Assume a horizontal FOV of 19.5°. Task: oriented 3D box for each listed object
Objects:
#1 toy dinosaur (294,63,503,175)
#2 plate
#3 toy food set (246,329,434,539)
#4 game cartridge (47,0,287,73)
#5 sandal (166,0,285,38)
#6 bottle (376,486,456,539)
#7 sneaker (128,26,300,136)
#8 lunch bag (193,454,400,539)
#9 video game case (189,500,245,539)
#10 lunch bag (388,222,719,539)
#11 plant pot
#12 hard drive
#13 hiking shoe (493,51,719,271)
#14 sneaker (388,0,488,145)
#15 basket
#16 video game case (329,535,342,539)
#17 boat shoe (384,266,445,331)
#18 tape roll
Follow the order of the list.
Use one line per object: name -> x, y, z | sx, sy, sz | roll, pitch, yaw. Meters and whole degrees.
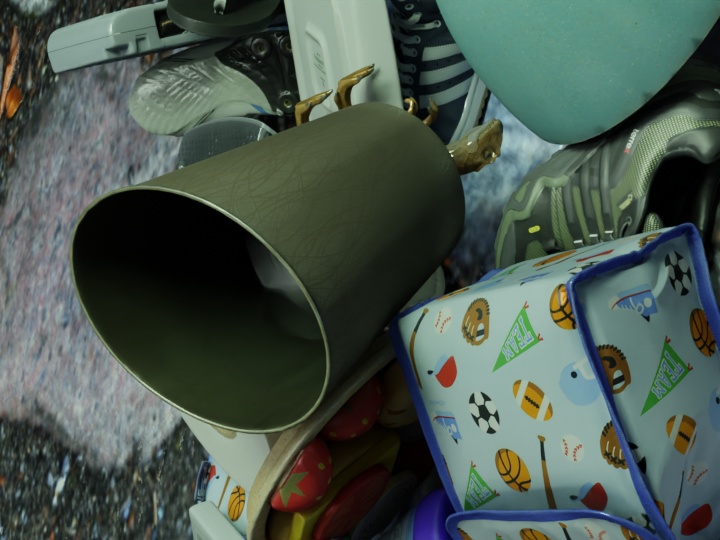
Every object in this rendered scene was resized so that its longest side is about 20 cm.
toy dinosaur -> -0.006, -0.066, 1.336 | 0.199, 0.060, 0.107 | -17, 104, 35
plate -> -0.015, -0.139, 1.427 | 0.200, 0.032, 0.201 | -134, 32, -66
toy food set -> 0.008, 0.107, 1.280 | 0.049, 0.200, 0.198 | 41, 150, 19
game cartridge -> -0.130, -0.188, 1.586 | 0.133, 0.199, 0.042 | 4, 107, 56
sandal -> -0.072, -0.220, 1.516 | 0.075, 0.200, 0.045 | 24, 128, 22
bottle -> 0.024, 0.211, 1.323 | 0.200, 0.065, 0.084 | -47, 38, 46
sneaker -> -0.084, -0.147, 1.590 | 0.199, 0.072, 0.072 | -8, 107, 30
lunch bag -> -0.041, 0.118, 1.460 | 0.199, 0.075, 0.162 | -5, 74, 57
video game case -> -0.058, 0.274, 1.404 | 0.200, 0.022, 0.183 | 36, 138, 58
lunch bag -> 0.123, 0.095, 1.146 | 0.170, 0.123, 0.201 | -12, 99, 55
plant pot -> 0.111, -0.193, 1.194 | 0.200, 0.134, 0.201 | -45, 25, 28
hard drive -> -0.099, -0.037, 1.465 | 0.200, 0.042, 0.136 | -176, 102, -70
hiking shoe -> 0.146, -0.028, 1.199 | 0.200, 0.075, 0.101 | -55, 35, 32
sneaker -> 0.037, -0.149, 1.383 | 0.201, 0.108, 0.070 | -63, 34, 24
basket -> -0.037, -0.015, 1.216 | 0.179, 0.200, 0.137 | 24, 124, 24
video game case -> 0.012, 0.290, 1.255 | 0.181, 0.036, 0.201 | 32, 113, 15
boat shoe -> 0.000, 0.000, 1.436 | 0.200, 0.071, 0.060 | 48, 129, 55
tape roll -> -0.097, 0.053, 1.354 | 0.203, 0.037, 0.203 | 50, 160, 26
